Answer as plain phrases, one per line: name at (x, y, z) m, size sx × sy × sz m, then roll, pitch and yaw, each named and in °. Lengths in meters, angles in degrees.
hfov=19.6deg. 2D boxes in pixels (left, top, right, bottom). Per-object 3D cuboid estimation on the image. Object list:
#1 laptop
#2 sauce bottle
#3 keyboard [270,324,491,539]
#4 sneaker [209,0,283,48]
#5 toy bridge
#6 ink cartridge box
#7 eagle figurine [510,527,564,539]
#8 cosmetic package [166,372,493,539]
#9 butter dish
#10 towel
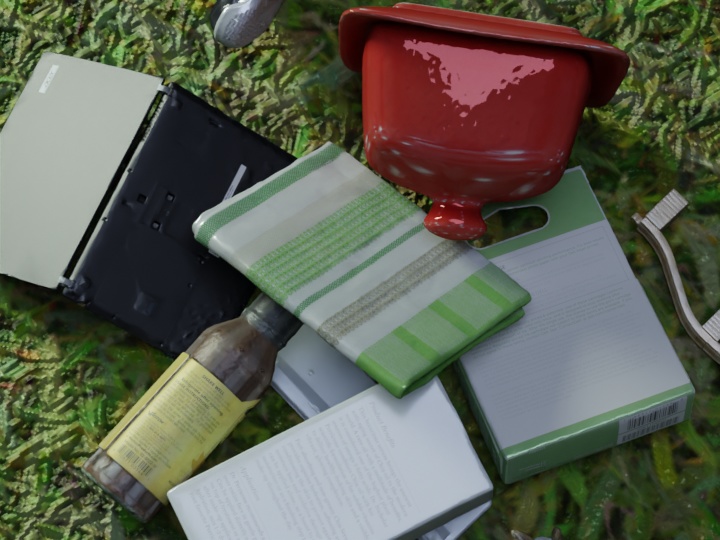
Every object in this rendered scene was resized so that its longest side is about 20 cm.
laptop at (-0.170, -0.044, 1.519) m, size 0.200 × 0.103 × 0.177 m, roll 31°, pitch 74°, yaw -20°
sauce bottle at (-0.105, 0.084, 1.450) m, size 0.065 × 0.065 × 0.200 m, roll 41°, pitch 81°, yaw 9°
keyboard at (0.005, 0.112, 1.481) m, size 0.056 × 0.011 × 0.200 m, roll -41°, pitch 79°, yaw -17°
sneaker at (-0.095, -0.262, 1.554) m, size 0.114 × 0.076 × 0.200 m, roll 21°, pitch 68°, yaw 5°
toy bridge at (0.268, 0.029, 1.504) m, size 0.067 × 0.027 × 0.200 m, roll -43°, pitch 79°, yaw -12°
ink cartridge box at (0.131, 0.037, 1.488) m, size 0.145 × 0.048 × 0.200 m, roll -19°, pitch 60°, yaw -8°
eagle figurine at (0.104, 0.274, 1.392) m, size 0.152 × 0.151 × 0.200 m, roll 36°, pitch 109°, yaw 48°
cosmetic package at (-0.019, 0.154, 1.426) m, size 0.200 × 0.071 × 0.102 m, roll -26°, pitch 77°, yaw -3°
butter dish at (0.075, -0.094, 1.454) m, size 0.199 × 0.200 × 0.148 m, roll 9°, pitch 85°, yaw 1°
towel at (0.000, 0.000, 1.452) m, size 0.200 × 0.031 × 0.149 m, roll 39°, pitch 49°, yaw 23°
